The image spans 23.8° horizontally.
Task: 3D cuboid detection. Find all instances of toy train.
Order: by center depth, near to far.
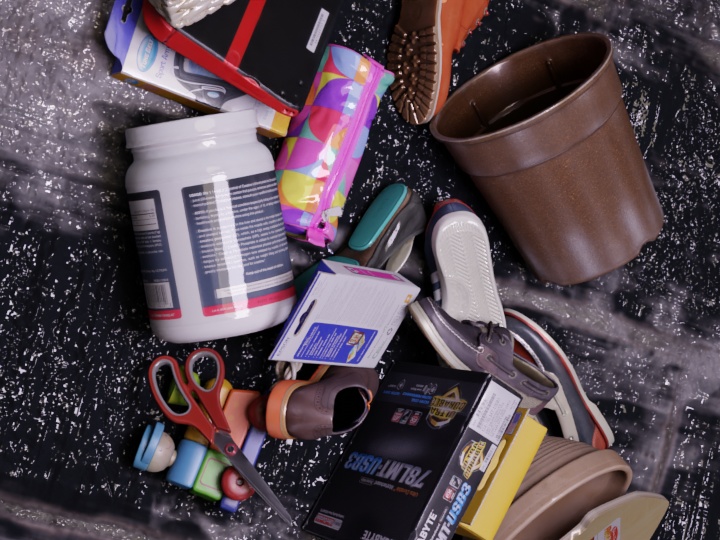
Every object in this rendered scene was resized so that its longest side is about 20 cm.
[{"bbox_3d":[-0.131,0.121,1.633,0.116,0.085,0.200,23,77,-8],"label":"toy train"}]

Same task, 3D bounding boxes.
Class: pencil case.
[{"bbox_3d":[-0.033,-0.119,1.670,0.088,0.088,0.200,22,80,-24],"label":"pencil case"}]

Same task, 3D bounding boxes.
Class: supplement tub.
[{"bbox_3d":[-0.141,-0.042,1.585,0.140,0.140,0.200,-12,96,-25],"label":"supplement tub"}]

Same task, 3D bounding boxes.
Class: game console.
[{"bbox_3d":[-0.105,-0.261,1.623,0.177,0.031,0.200,32,55,-21],"label":"game console"}]

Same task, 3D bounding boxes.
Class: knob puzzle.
[{"bbox_3d":[0.237,0.292,1.777,0.220,0.030,0.220,-29,145,-23],"label":"knob puzzle"}]

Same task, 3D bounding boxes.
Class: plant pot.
[{"bbox_3d":[0.202,-0.106,1.734,0.200,0.200,0.198,-38,115,-20],"label":"plant pot"},{"bbox_3d":[0.171,0.234,1.742,0.201,0.201,0.093,-29,63,-23],"label":"plant pot"}]

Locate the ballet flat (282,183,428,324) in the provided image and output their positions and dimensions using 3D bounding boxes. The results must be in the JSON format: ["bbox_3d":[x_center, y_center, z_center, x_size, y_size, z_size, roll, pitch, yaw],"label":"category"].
[{"bbox_3d":[0.000,0.000,1.698,0.200,0.068,0.068,-45,121,-19],"label":"ballet flat"}]

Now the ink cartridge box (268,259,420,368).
[{"bbox_3d":[-0.021,0.042,1.602,0.095,0.037,0.200,-60,155,11],"label":"ink cartridge box"}]

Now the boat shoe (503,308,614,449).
[{"bbox_3d":[0.193,0.129,1.791,0.063,0.071,0.200,-41,111,-17],"label":"boat shoe"}]

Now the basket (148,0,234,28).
[{"bbox_3d":[-0.138,-0.356,1.518,0.198,0.200,0.161,-29,147,-15],"label":"basket"}]

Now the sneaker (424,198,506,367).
[{"bbox_3d":[0.105,0.018,1.749,0.075,0.085,0.200,-6,118,-6],"label":"sneaker"}]

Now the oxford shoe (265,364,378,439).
[{"bbox_3d":[-0.017,0.128,1.637,0.200,0.072,0.071,-22,115,-65],"label":"oxford shoe"}]

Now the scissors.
[{"bbox_3d":[-0.132,0.160,1.578,0.073,0.014,0.200,-22,71,-11],"label":"scissors"}]

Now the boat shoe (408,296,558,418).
[{"bbox_3d":[0.125,0.081,1.699,0.065,0.072,0.200,-41,122,10],"label":"boat shoe"}]

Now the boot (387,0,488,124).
[{"bbox_3d":[0.089,-0.246,1.736,0.107,0.075,0.200,1,97,-41],"label":"boot"}]

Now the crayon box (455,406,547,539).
[{"bbox_3d":[0.103,0.192,1.672,0.052,0.200,0.126,34,77,-22],"label":"crayon box"}]

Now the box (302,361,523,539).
[{"bbox_3d":[0.048,0.188,1.646,0.050,0.200,0.199,36,76,-23],"label":"box"}]

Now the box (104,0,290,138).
[{"bbox_3d":[-0.148,-0.216,1.638,0.200,0.041,0.119,20,82,-22],"label":"box"}]
